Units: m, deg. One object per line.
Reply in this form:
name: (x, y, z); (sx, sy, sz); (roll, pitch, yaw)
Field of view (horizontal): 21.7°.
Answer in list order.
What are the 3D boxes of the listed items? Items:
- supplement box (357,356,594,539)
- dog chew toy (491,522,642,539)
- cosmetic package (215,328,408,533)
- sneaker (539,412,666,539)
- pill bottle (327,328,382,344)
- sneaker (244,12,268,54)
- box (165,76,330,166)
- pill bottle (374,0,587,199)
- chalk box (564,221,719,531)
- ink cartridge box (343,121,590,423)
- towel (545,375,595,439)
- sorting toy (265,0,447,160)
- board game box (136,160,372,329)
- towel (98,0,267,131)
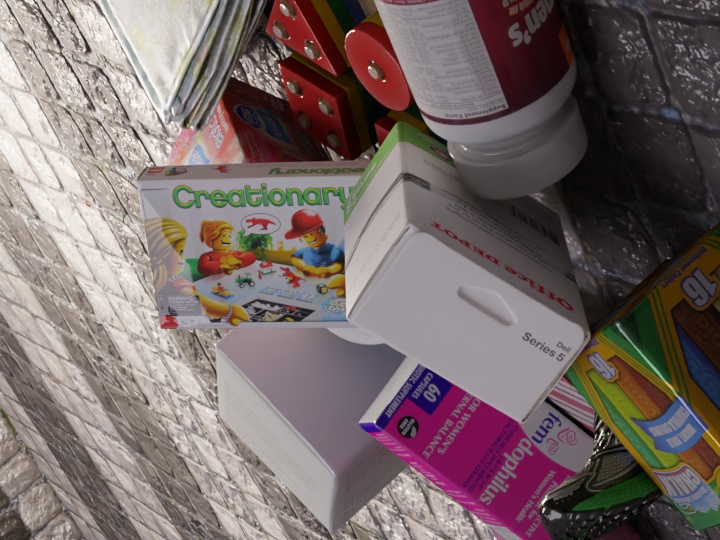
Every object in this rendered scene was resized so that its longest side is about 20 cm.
supplement box: (0.111, 0.145, 1.519); (0.200, 0.101, 0.103); (37, 172, -4)
dog chew toy: (0.168, 0.217, 1.626); (0.124, 0.124, 0.201); (-2, 117, 64)
cosmetic package: (-0.020, 0.109, 1.739); (0.166, 0.167, 0.200); (45, 162, 15)
sneaker: (0.185, 0.126, 1.329); (0.085, 0.200, 0.078); (50, 138, 7)
pill bottle: (0.000, 0.000, 1.557); (0.112, 0.112, 0.200); (57, 174, -14)
sneaker: (-0.144, -0.223, 1.622); (0.100, 0.069, 0.200); (59, 155, -1)
box: (-0.091, -0.074, 1.553); (0.094, 0.103, 0.200); (21, -160, -22)
pill bottle: (0.077, -0.152, 1.217); (0.109, 0.109, 0.201); (23, 146, 50)
chalk box: (0.249, 0.087, 1.236); (0.200, 0.124, 0.125); (50, 159, 3)
ink cartridge box: (0.068, -0.004, 1.283); (0.145, 0.084, 0.200); (30, -160, -13)
towel: (0.165, 0.094, 1.476); (0.200, 0.030, 0.146); (44, 168, -36)
sorting toy: (0.007, -0.154, 1.410); (0.200, 0.070, 0.199); (35, 154, 36)
board game box: (-0.064, -0.019, 1.425); (0.199, 0.035, 0.127); (-1, 115, 13)
towel: (-0.147, -0.235, 1.503); (0.200, 0.048, 0.171); (60, 140, 29)
